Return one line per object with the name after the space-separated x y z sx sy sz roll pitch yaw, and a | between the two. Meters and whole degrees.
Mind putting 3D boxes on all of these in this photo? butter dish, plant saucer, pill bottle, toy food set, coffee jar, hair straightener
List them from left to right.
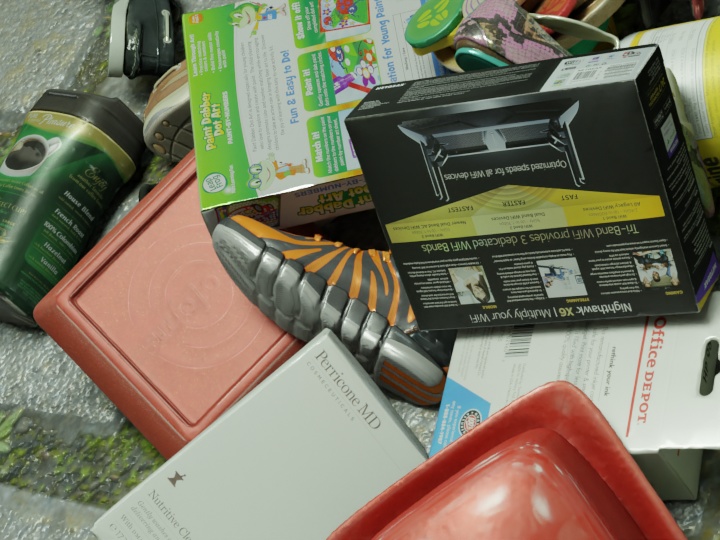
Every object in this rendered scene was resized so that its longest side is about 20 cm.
-0.262 -0.057 1.543 0.104 0.085 0.201 11 65 42 | coffee jar
-0.115 0.022 1.359 0.200 0.037 0.200 -45 71 -5 | plant saucer
0.084 0.185 1.044 0.199 0.148 0.200 -35 75 6 | butter dish
0.125 -0.212 1.288 0.199 0.049 0.199 -13 41 40 | toy food set
0.208 -0.214 1.329 0.076 0.041 0.200 -9 23 14 | hair straightener
0.229 -0.110 1.235 0.199 0.112 0.113 -8 53 32 | pill bottle

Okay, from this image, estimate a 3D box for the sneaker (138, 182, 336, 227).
-0.079 -0.068 1.431 0.199 0.080 0.072 -24 46 16 | sneaker

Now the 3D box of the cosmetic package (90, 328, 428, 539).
-0.063 0.142 1.224 0.200 0.113 0.081 -41 0 3 | cosmetic package

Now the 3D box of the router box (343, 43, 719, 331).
0.106 -0.047 1.151 0.199 0.158 0.052 -4 28 31 | router box

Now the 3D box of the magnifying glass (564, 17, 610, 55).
0.131 -0.200 1.332 0.079 0.022 0.201 -33 30 17 | magnifying glass

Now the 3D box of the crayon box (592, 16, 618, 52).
0.123 -0.203 1.423 0.125 0.052 0.201 -23 46 18 | crayon box

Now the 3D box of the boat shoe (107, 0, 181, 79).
-0.189 -0.228 1.648 0.060 0.076 0.201 6 40 -8 | boat shoe

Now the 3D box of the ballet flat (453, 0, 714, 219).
0.153 -0.112 1.172 0.199 0.069 0.071 35 79 6 | ballet flat

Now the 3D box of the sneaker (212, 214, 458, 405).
0.000 0.000 1.298 0.199 0.078 0.112 34 67 4 | sneaker

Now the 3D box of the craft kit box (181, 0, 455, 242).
-0.027 -0.127 1.359 0.196 0.049 0.201 -10 52 2 | craft kit box

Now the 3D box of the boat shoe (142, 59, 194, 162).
-0.099 -0.170 1.531 0.199 0.076 0.072 -29 43 10 | boat shoe

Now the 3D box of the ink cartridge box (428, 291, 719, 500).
0.154 0.081 1.168 0.199 0.068 0.117 -5 54 31 | ink cartridge box
